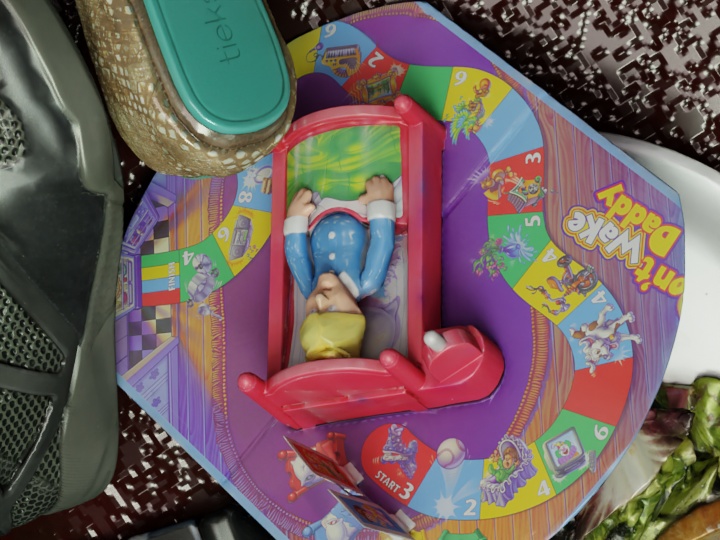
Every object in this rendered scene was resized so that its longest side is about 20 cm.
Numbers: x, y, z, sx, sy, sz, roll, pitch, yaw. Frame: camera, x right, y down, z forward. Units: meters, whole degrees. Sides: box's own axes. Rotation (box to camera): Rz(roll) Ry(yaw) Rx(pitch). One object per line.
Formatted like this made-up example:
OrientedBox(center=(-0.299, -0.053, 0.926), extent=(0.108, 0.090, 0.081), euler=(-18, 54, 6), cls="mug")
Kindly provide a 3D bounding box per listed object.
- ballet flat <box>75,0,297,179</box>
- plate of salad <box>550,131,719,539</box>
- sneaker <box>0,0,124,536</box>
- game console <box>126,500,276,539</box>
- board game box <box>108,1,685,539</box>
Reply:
OrientedBox(center=(-0.076, -0.119, 0.860), extent=(0.065, 0.070, 0.201), euler=(-35, 66, 58), cls="ballet flat")
OrientedBox(center=(0.065, 0.055, 0.890), extent=(0.199, 0.048, 0.201), euler=(3, 105, 12), cls="plate of salad")
OrientedBox(center=(-0.132, 0.004, 0.834), extent=(0.076, 0.114, 0.200), euler=(27, 129, 34), cls="sneaker")
OrientedBox(center=(-0.041, 0.190, 0.915), extent=(0.118, 0.171, 0.201), euler=(-24, 99, -10), cls="game console")
OrientedBox(center=(0.000, 0.000, 0.835), extent=(0.158, 0.039, 0.200), euler=(-50, 57, 1), cls="board game box")
